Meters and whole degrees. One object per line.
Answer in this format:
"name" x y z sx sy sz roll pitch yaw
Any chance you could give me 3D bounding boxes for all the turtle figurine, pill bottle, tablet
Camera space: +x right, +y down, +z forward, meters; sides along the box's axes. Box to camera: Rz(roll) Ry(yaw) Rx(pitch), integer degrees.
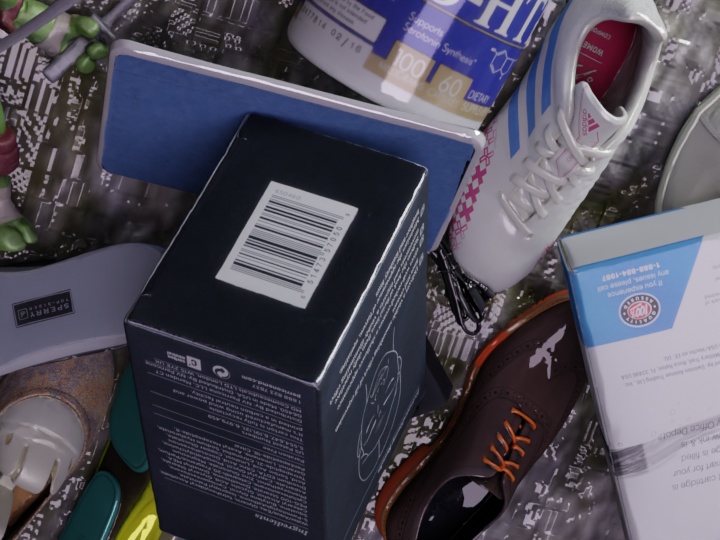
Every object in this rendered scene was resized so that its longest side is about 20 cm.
"turtle figurine" -0.180 -0.094 1.043 0.199 0.144 0.195 4 113 -9
"pill bottle" 0.056 -0.184 1.072 0.119 0.120 0.201 24 103 -19
"tablet" -0.041 -0.065 1.079 0.199 0.014 0.130 15 151 -4

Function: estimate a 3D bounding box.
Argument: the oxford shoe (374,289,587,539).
"oxford shoe" 0.088 0.102 1.207 0.071 0.073 0.200 31 100 -20

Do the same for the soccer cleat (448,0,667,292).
"soccer cleat" 0.109 -0.072 1.141 0.070 0.086 0.201 21 104 -18

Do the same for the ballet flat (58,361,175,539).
"ballet flat" -0.122 0.118 1.180 0.067 0.067 0.201 12 111 -38

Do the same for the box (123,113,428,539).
"box" -0.038 0.046 1.064 0.106 0.149 0.201 17 144 15

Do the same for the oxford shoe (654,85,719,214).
"oxford shoe" 0.246 -0.087 1.182 0.075 0.058 0.200 35 101 -23

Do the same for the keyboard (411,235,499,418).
"keyboard" 0.000 0.000 1.163 0.127 0.021 0.201 -23 114 15

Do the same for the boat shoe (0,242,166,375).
"boat shoe" -0.183 0.023 1.121 0.199 0.066 0.070 -13 80 13

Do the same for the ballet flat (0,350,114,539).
"ballet flat" -0.202 0.125 1.156 0.068 0.067 0.201 30 101 -20

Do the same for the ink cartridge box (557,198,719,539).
"ink cartridge box" 0.206 0.067 1.155 0.144 0.084 0.201 -14 104 2
